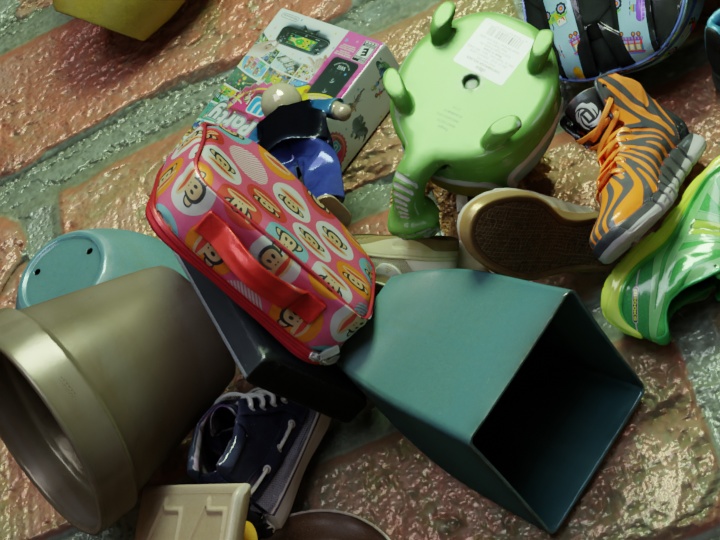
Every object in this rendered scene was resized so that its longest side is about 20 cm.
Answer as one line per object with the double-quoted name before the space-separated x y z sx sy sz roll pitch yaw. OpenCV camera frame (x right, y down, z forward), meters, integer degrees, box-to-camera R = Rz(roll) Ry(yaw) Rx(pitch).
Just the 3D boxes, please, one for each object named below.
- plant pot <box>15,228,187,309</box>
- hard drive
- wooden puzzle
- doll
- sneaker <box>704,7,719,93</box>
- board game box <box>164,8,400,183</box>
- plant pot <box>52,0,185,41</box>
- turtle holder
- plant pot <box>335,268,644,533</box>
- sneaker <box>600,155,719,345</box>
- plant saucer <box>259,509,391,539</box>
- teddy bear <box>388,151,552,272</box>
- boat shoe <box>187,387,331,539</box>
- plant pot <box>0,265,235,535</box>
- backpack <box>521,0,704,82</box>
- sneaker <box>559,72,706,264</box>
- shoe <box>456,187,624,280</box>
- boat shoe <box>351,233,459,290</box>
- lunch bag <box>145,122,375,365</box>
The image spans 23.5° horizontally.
"plant pot" -0.238 0.039 1.586 0.199 0.135 0.201 -15 51 19
"hard drive" -0.083 0.032 1.451 0.033 0.139 0.200 -45 50 14
"wooden puzzle" -0.135 0.263 1.360 0.200 0.046 0.186 -15 63 60
"doll" -0.064 -0.103 1.552 0.136 0.049 0.201 -26 42 12
"sneaker" 0.378 -0.178 1.429 0.199 0.082 0.073 2 57 29
"board game box" -0.071 -0.145 1.674 0.147 0.064 0.200 24 72 40
"plant pot" -0.257 -0.328 1.849 0.200 0.200 0.143 24 97 39
"turtle holder" 0.096 -0.115 1.430 0.140 0.132 0.186 1 63 13
"plant pot" 0.087 0.087 1.370 0.200 0.141 0.142 18 67 46
"sneaker" 0.280 -0.019 1.386 0.083 0.074 0.200 39 84 25
"plant saucer" -0.045 0.286 1.366 0.199 0.032 0.201 -15 50 19
"teddy bear" 0.100 -0.077 1.535 0.145 0.067 0.200 -44 53 7
"boat shoe" -0.081 0.121 1.446 0.074 0.093 0.201 -12 41 27
"plant pot" -0.205 0.088 1.435 0.173 0.201 0.200 -35 44 -24
"backpack" 0.230 -0.263 1.535 0.182 0.134 0.201 -16 75 34
"sneaker" 0.201 -0.087 1.401 0.078 0.112 0.200 -47 2 37
"shoe" 0.137 -0.028 1.395 0.053 0.199 0.070 16 96 43
"boat shoe" 0.002 0.000 1.517 0.200 0.073 0.064 1 92 39
"lunch bag" -0.076 -0.019 1.382 0.082 0.200 0.176 -45 15 15
